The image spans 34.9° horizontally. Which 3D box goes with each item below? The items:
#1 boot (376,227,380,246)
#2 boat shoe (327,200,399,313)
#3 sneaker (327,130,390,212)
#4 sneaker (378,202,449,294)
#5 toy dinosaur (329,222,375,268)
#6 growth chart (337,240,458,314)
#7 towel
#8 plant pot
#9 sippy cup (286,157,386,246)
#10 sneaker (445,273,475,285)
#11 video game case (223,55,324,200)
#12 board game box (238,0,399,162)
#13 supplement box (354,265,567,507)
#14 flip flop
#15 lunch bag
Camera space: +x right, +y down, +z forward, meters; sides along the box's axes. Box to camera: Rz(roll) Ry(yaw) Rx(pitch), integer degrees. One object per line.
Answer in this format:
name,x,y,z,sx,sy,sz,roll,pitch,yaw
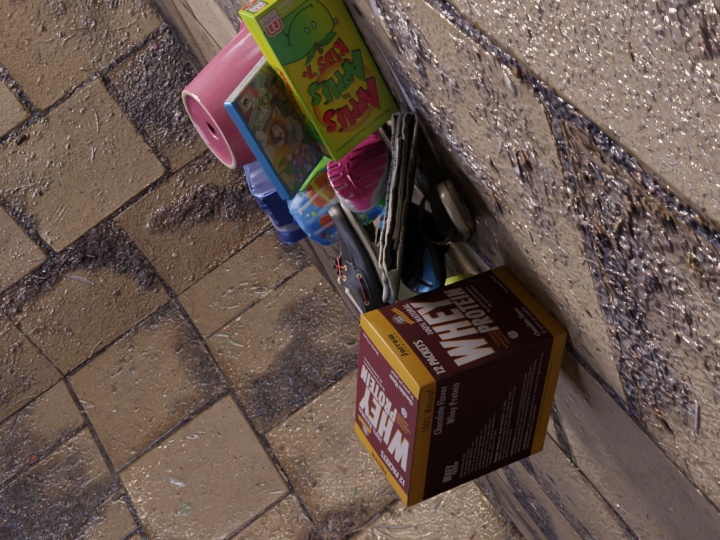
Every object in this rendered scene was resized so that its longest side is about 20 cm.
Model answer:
boot,0.071,0.007,1.723,0.076,0.072,0.202,75,178,-51
boat shoe,0.000,0.001,1.476,0.074,0.062,0.203,-107,-6,-61
sneaker,0.008,-0.123,1.448,0.201,0.080,0.089,-88,-19,-57
sneaker,0.086,-0.033,1.466,0.081,0.074,0.201,17,-153,-22
toy dinosaur,-0.006,-0.046,1.739,0.047,0.087,0.203,1,107,51
growth chart,0.063,0.017,1.600,0.018,0.199,0.146,-25,97,51
towel,0.041,-0.071,1.345,0.200,0.034,0.196,85,-167,-77
plant pot,-0.140,-0.242,1.587,0.200,0.178,0.201,48,163,19
sippy cup,-0.030,-0.109,1.618,0.178,0.130,0.140,44,-162,-26
sneaker,0.156,0.089,1.562,0.083,0.074,0.202,-2,123,39
video game case,-0.070,-0.204,1.356,0.018,0.201,0.144,1,135,40
board game box,-0.044,-0.237,1.307,0.048,0.101,0.201,33,159,55
supplement box,0.111,0.134,1.339,0.133,0.197,0.200,49,148,41
flip flop,0.096,-0.062,1.345,0.082,0.057,0.200,55,-179,0
lunch bag,-0.098,-0.142,1.802,0.133,0.134,0.201,57,-171,-44
